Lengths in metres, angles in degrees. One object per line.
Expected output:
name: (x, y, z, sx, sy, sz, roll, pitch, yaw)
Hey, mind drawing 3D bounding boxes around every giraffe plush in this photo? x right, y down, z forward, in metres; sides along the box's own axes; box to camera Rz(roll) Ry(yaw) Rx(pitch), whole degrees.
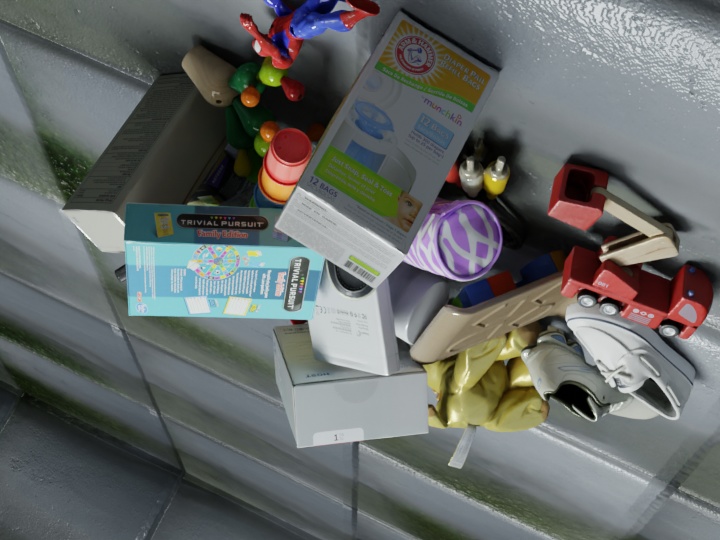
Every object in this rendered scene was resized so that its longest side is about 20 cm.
giraffe plush: (0.135, 0.119, 1.569, 0.172, 0.201, 0.162, 34, -172, -30)

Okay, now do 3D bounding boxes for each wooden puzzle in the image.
wooden puzzle: (0.158, 0.034, 1.366, 0.185, 0.197, 0.047, 117, 134, -67)

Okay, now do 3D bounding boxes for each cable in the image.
cable: (0.114, -0.072, 1.284, 0.096, 0.051, 0.201, 14, 154, 21)

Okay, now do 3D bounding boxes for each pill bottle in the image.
pill bottle: (0.000, 0.000, 1.448, 0.199, 0.112, 0.112, 31, 161, 27)

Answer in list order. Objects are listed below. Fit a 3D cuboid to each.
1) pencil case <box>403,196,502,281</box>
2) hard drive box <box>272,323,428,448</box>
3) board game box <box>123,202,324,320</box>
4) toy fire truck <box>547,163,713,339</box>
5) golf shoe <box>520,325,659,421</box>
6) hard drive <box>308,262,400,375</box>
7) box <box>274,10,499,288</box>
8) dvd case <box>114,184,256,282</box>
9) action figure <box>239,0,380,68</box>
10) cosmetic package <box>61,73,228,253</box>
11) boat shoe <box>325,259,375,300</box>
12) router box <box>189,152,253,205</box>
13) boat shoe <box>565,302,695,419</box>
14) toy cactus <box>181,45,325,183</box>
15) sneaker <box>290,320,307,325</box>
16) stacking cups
pencil case: (0.067, -0.047, 1.303, 0.199, 0.083, 0.086, 22, 140, 61)
hard drive box: (-0.016, 0.126, 1.495, 0.153, 0.078, 0.200, -5, -164, -9)
board game box: (-0.139, -0.007, 1.297, 0.197, 0.048, 0.152, 2, 150, -8)
toy fire truck: (0.261, -0.015, 1.224, 0.198, 0.049, 0.142, 20, 142, -4)
golf shoe: (0.274, 0.147, 1.470, 0.198, 0.098, 0.079, 21, 128, -19)
hard drive: (-0.019, 0.004, 1.357, 0.131, 0.026, 0.203, 8, 111, 51)
box: (0.023, -0.107, 1.120, 0.112, 0.201, 0.101, 31, 157, -4)
dvd case: (-0.183, -0.049, 1.430, 0.142, 0.200, 0.018, -28, 98, 18)
action figure: (-0.065, -0.237, 1.124, 0.098, 0.066, 0.199, 28, 158, -22)
cosmetic package: (-0.222, -0.118, 1.379, 0.103, 0.201, 0.073, 5, 146, 45)
boat shoe: (0.006, -0.065, 1.250, 0.074, 0.203, 0.062, 16, -164, 4)
router box: (-0.189, -0.077, 1.628, 0.199, 0.053, 0.157, -2, 143, 50)
boat shoe: (0.299, 0.102, 1.401, 0.199, 0.066, 0.073, 31, 154, -26)
toy cactus: (-0.112, -0.175, 1.310, 0.165, 0.102, 0.200, 44, 163, 12)
sneaker: (-0.026, 0.035, 1.594, 0.198, 0.116, 0.079, 18, 157, 26)
stacking cups: (-0.075, -0.081, 1.273, 0.060, 0.061, 0.200, 28, 158, -2)
